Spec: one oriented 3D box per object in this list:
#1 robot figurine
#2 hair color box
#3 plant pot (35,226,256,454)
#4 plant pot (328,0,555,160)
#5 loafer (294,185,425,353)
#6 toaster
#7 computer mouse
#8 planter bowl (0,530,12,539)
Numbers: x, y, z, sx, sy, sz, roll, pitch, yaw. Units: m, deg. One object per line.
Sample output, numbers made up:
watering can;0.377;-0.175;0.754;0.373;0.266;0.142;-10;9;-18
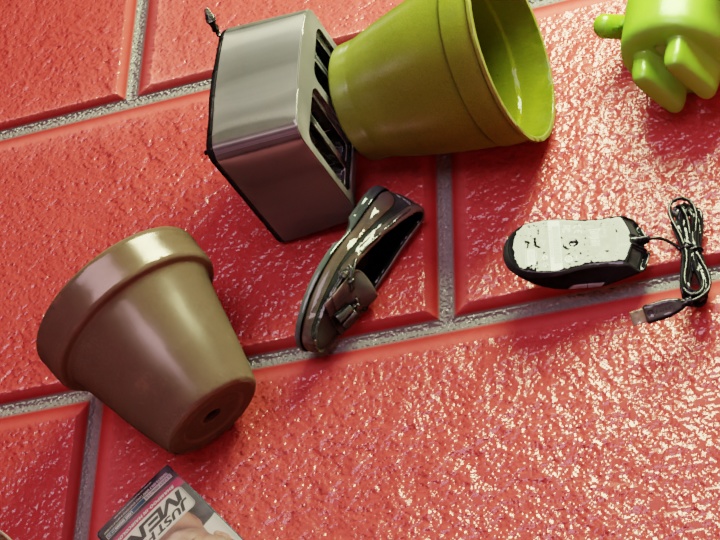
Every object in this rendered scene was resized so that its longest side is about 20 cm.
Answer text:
robot figurine;0.329;-0.264;1.688;0.175;0.115;0.202;-23;45;48
hair color box;-0.157;0.277;1.557;0.100;0.061;0.200;-44;41;-11
plant pot;-0.201;0.087;1.666;0.200;0.200;0.175;-39;68;-5
plant pot;0.076;-0.205;1.733;0.191;0.200;0.202;-16;52;27
loafer;0.000;0.000;1.693;0.062;0.072;0.201;16;64;26
toaster;-0.081;-0.162;1.756;0.118;0.200;0.182;-13;53;21
computer mouse;0.241;0.006;1.594;0.198;0.046;0.141;-10;50;4
planter bowl;-0.368;0.360;1.572;0.198;0.135;0.202;-13;52;17
